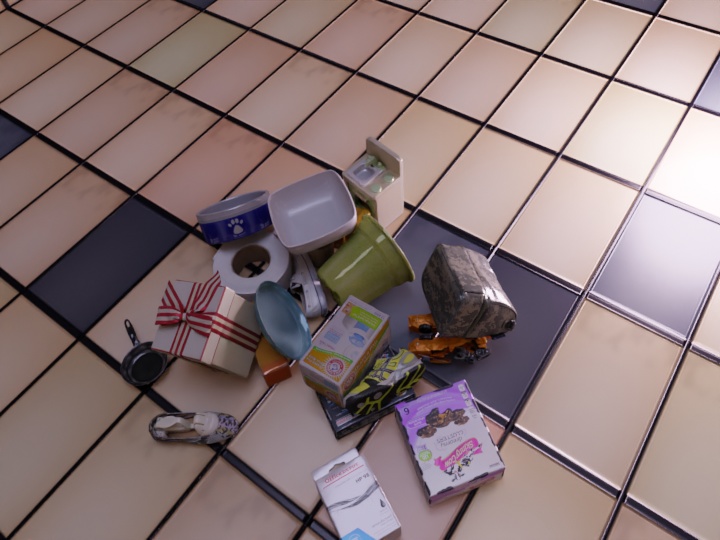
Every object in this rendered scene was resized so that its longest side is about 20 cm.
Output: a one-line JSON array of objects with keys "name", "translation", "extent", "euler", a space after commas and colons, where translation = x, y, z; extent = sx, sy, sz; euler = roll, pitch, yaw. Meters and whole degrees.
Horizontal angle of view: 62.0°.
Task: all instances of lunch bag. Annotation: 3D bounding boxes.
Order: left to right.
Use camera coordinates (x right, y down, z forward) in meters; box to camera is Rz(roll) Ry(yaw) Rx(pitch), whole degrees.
[{"name": "lunch bag", "translation": [0.246, 0.051, 1.341], "extent": [0.164, 0.141, 0.202], "euler": [4, 41, -20]}]

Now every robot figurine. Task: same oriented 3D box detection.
[{"name": "robot figurine", "translation": [0.208, 0.153, 1.388], "extent": [0.195, 0.059, 0.147], "euler": [0, 55, 6]}]

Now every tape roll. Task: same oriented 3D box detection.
[{"name": "tape roll", "translation": [-0.274, -0.005, 1.535], "extent": [0.198, 0.071, 0.206], "euler": [-2, 55, 3]}]

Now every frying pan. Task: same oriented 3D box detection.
[{"name": "frying pan", "translation": [-0.538, 0.206, 1.433], "extent": [0.188, 0.031, 0.115], "euler": [27, 61, 26]}]

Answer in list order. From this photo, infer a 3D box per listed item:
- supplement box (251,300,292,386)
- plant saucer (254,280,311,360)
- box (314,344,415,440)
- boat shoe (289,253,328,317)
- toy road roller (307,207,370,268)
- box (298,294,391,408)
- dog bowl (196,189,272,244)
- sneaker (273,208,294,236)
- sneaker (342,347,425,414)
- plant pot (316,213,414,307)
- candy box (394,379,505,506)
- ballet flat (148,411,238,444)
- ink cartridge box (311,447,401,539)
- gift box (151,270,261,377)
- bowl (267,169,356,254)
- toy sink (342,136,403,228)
[{"name": "supplement box", "translation": [-0.227, 0.167, 1.413], "extent": [0.065, 0.069, 0.202], "euler": [-22, 57, -11]}, {"name": "plant saucer", "translation": [-0.182, 0.119, 1.380], "extent": [0.027, 0.200, 0.203], "euler": [-31, 52, 19]}, {"name": "box", "translation": [0.003, 0.258, 1.338], "extent": [0.197, 0.046, 0.160], "euler": [-24, 56, -12]}, {"name": "boat shoe", "translation": [-0.144, 0.031, 1.498], "extent": [0.068, 0.071, 0.203], "euler": [-14, 60, -17]}, {"name": "toy road roller", "translation": [-0.053, -0.103, 1.555], "extent": [0.143, 0.124, 0.203], "euler": [10, 55, 4]}, {"name": "box", "translation": [-0.029, 0.175, 1.309], "extent": [0.111, 0.102, 0.201], "euler": [26, 59, 24]}, {"name": "dog bowl", "translation": [-0.323, -0.141, 1.569], "extent": [0.196, 0.080, 0.201], "euler": [-15, 18, 5]}, {"name": "sneaker", "translation": [-0.162, -0.156, 1.593], "extent": [0.080, 0.090, 0.200], "euler": [18, 29, 9]}, {"name": "sneaker", "translation": [0.043, 0.238, 1.284], "extent": [0.197, 0.076, 0.076], "euler": [-24, 49, -26]}, {"name": "plant pot", "translation": [0.000, 0.000, 1.449], "extent": [0.183, 0.201, 0.201], "euler": [-37, 59, -8]}, {"name": "candy box", "translation": [0.181, 0.353, 1.239], "extent": [0.165, 0.072, 0.202], "euler": [-18, 54, -8]}, {"name": "ballet flat", "translation": [-0.367, 0.338, 1.301], "extent": [0.196, 0.073, 0.073], "euler": [-4, 54, 2]}, {"name": "ink cartridge box", "translation": [-0.015, 0.452, 1.189], "extent": [0.114, 0.067, 0.201], "euler": [-26, 57, -12]}, {"name": "gift box", "translation": [-0.341, 0.113, 1.338], "extent": [0.181, 0.186, 0.204], "euler": [0, 69, 29]}, {"name": "bowl", "translation": [-0.111, -0.131, 1.447], "extent": [0.196, 0.075, 0.202], "euler": [-23, 52, -2]}, {"name": "toy sink", "translation": [0.032, -0.223, 1.583], "extent": [0.112, 0.202, 0.130], "euler": [-39, 61, -22]}]
